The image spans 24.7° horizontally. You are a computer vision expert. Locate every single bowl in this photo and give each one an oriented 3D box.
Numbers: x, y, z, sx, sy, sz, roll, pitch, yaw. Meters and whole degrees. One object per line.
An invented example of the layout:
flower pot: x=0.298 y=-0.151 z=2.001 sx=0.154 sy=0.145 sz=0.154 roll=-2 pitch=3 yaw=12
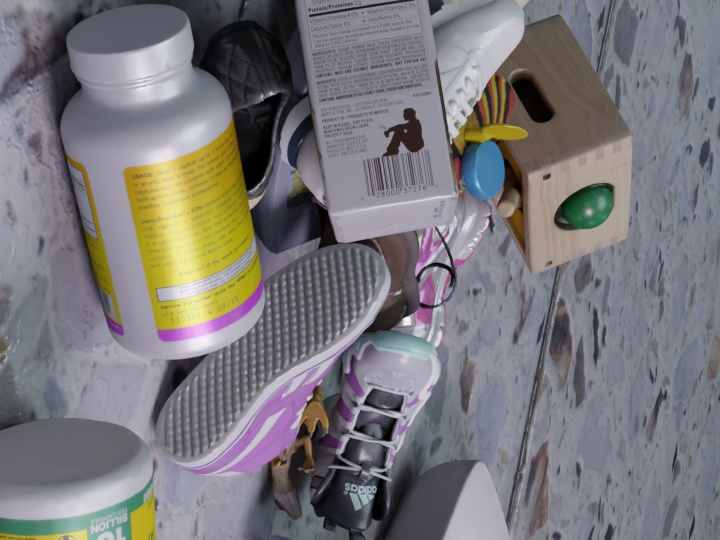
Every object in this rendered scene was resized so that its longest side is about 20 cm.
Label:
bowl: x=0.069 y=0.295 z=1.541 sx=0.200 sy=0.074 sz=0.201 roll=69 pitch=36 yaw=-45

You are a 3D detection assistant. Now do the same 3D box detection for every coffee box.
coffee box: x=0.005 y=-0.129 z=1.012 sx=0.113 sy=0.079 sz=0.202 roll=78 pitch=3 yaw=-82

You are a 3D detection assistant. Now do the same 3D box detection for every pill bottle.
pill bottle: x=-0.122 y=-0.054 z=0.998 sx=0.104 sy=0.103 sz=0.201 roll=-50 pitch=140 yaw=-49
pill bottle: x=-0.172 y=0.198 z=0.952 sx=0.113 sy=0.112 sz=0.202 roll=-30 pitch=123 yaw=-60

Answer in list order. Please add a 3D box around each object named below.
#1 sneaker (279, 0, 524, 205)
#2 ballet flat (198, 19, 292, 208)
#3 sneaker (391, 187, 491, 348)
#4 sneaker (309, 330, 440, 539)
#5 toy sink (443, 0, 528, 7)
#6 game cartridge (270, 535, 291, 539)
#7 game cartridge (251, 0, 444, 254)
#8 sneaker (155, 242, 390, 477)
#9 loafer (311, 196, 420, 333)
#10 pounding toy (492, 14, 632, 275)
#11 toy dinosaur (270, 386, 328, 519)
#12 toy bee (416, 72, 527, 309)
sneaker: x=0.043 y=-0.111 z=1.117 sx=0.200 sy=0.081 sz=0.077 roll=-38 pitch=149 yaw=-12
ballet flat: x=-0.081 y=-0.085 z=1.067 sx=0.200 sy=0.066 sz=0.057 roll=103 pitch=-31 yaw=-62
sneaker: x=0.030 y=0.006 z=1.384 sx=0.088 sy=0.081 sz=0.201 roll=22 pitch=89 yaw=-27
sneaker: x=0.007 y=0.142 z=1.261 sx=0.200 sy=0.077 sz=0.141 roll=112 pitch=-11 yaw=-58
toy sink: x=0.058 y=-0.245 z=1.234 sx=0.200 sy=0.112 sz=0.130 roll=-47 pitch=152 yaw=5
game cartridge: x=0.003 y=0.258 z=1.301 sx=0.200 sy=0.132 sz=0.041 roll=47 pitch=55 yaw=-59
game cartridge: x=-0.015 y=-0.102 z=1.175 sx=0.132 sy=0.041 sz=0.201 roll=-19 pitch=142 yaw=-30
sneaker: x=-0.051 y=0.067 z=1.162 sx=0.200 sy=0.073 sz=0.114 roll=-41 pitch=155 yaw=1
loafer: x=0.000 y=0.000 z=1.204 sx=0.071 sy=0.073 sz=0.200 roll=-47 pitch=152 yaw=-15
pounding toy: x=0.155 y=-0.098 z=1.468 sx=0.185 sy=0.141 sz=0.201 roll=78 pitch=-10 yaw=-56
toy dinosaur: x=-0.051 y=0.088 z=1.268 sx=0.106 sy=0.060 sz=0.202 roll=145 pitch=-42 yaw=-83
toy bee: x=0.069 y=-0.091 z=1.290 sx=0.109 sy=0.130 sz=0.201 roll=49 pitch=30 yaw=-43
